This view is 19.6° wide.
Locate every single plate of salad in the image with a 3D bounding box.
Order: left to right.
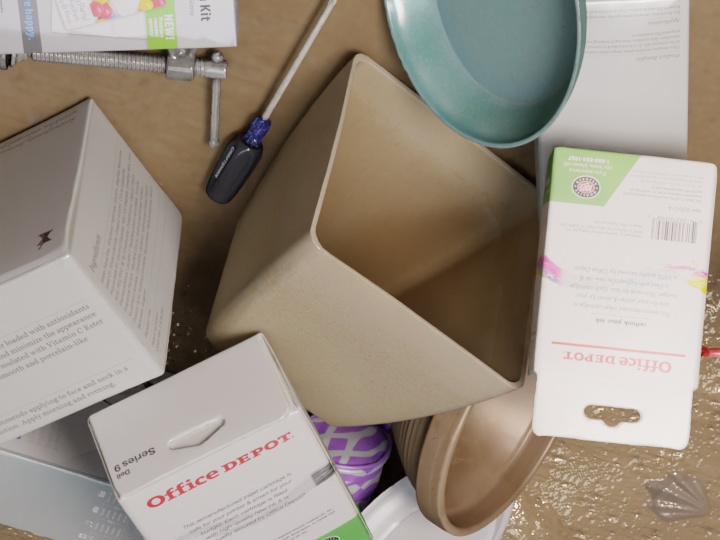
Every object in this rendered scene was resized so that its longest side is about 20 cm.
[{"bbox_3d":[0.044,0.226,1.754,0.200,0.048,0.200,-25,140,-24],"label":"plate of salad"}]

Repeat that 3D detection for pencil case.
[{"bbox_3d":[-0.029,0.209,1.757,0.085,0.084,0.200,-15,137,-34],"label":"pencil case"}]

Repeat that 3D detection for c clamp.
[{"bbox_3d":[-0.189,-0.174,1.509,0.200,0.027,0.171,10,125,-5],"label":"c clamp"}]

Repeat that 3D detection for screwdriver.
[{"bbox_3d":[-0.064,-0.123,1.540,0.028,0.029,0.200,23,128,-16],"label":"screwdriver"}]

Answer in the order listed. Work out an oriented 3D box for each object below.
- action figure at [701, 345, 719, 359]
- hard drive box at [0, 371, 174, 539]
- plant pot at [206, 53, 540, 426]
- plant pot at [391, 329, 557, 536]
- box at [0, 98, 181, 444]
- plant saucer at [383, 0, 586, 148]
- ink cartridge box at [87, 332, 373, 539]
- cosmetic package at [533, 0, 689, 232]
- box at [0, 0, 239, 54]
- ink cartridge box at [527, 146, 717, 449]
[{"bbox_3d":[0.283,0.011,1.531,0.099,0.200,0.065,15,125,-10],"label":"action figure"},{"bbox_3d":[-0.241,0.133,1.656,0.200,0.156,0.077,18,125,-13],"label":"hard drive box"},{"bbox_3d":[0.000,0.000,1.545,0.200,0.200,0.177,36,133,-23],"label":"plant pot"},{"bbox_3d":[0.086,0.101,1.638,0.093,0.201,0.201,27,131,27],"label":"plant pot"},{"bbox_3d":[-0.253,0.009,1.538,0.199,0.200,0.131,-23,124,17],"label":"box"},{"bbox_3d":[0.092,-0.185,1.428,0.036,0.200,0.200,-19,136,-35],"label":"plant saucer"},{"bbox_3d":[-0.093,0.155,1.528,0.146,0.084,0.200,-26,141,-2],"label":"ink cartridge box"},{"bbox_3d":[0.180,-0.128,1.506,0.113,0.081,0.200,-2,127,2],"label":"cosmetic package"},{"bbox_3d":[-0.188,-0.230,1.445,0.200,0.041,0.156,-2,117,-1],"label":"box"},{"bbox_3d":[0.180,0.021,1.456,0.117,0.067,0.200,6,86,0],"label":"ink cartridge box"}]
